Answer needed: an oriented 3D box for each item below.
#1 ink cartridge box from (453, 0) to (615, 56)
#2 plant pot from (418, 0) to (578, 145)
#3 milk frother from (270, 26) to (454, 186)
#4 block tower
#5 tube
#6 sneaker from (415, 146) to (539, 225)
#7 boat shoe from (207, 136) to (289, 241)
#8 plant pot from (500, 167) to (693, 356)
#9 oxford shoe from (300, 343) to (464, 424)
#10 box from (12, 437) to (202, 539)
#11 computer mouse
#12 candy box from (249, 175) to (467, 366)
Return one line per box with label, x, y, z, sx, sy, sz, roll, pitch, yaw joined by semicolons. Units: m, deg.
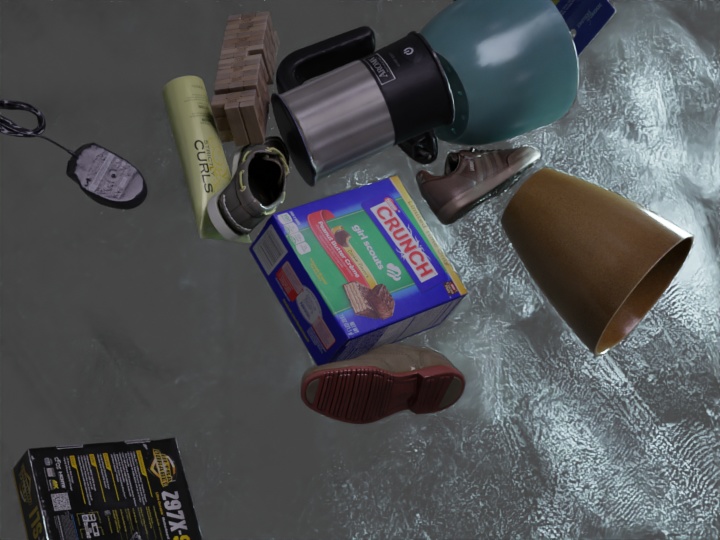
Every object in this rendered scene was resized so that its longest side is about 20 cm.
ink cartridge box;0.223;-0.361;2.107;0.047;0.198;0.201;-18;69;-37
plant pot;0.150;-0.250;1.991;0.160;0.201;0.201;-30;77;-31
milk frother;0.002;-0.168;1.868;0.186;0.202;0.181;-24;35;-10
block tower;-0.134;-0.229;1.838;0.053;0.058;0.201;-7;40;9
tube;-0.176;-0.123;1.779;0.057;0.052;0.202;-13;69;-9
sneaker;0.150;-0.129;1.983;0.076;0.071;0.199;50;46;9
boat shoe;-0.111;-0.102;1.766;0.072;0.060;0.202;51;28;-15
plant pot;0.276;-0.031;1.940;0.200;0.187;0.186;42;44;17
oxford shoe;0.015;0.120;1.735;0.198;0.071;0.075;3;31;-31
box;-0.227;0.259;1.472;0.158;0.049;0.202;0;59;-36
computer mouse;-0.320;-0.124;1.699;0.199;0.034;0.059;31;63;-4
candy box;0.000;0.000;1.787;0.199;0.077;0.170;-19;71;-42
